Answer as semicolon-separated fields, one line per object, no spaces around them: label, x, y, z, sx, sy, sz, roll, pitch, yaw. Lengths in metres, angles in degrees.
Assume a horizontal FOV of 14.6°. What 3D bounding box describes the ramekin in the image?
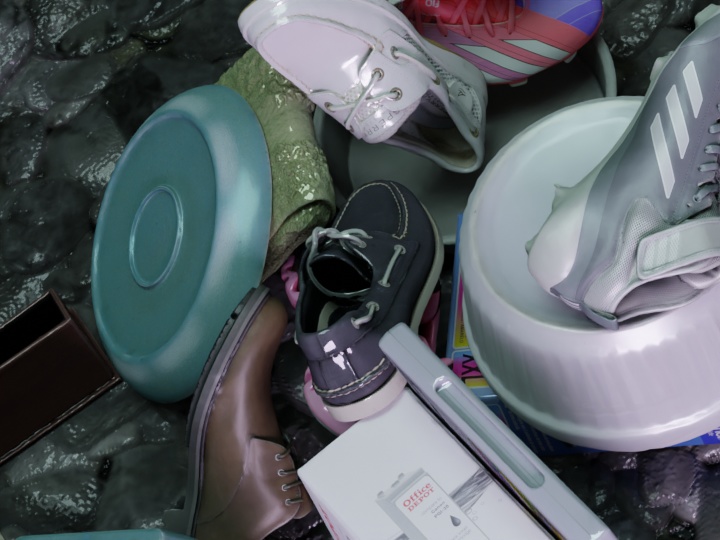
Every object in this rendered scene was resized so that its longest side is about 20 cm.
ramekin;0.146;-0.008;1.578;0.202;0.094;0.203;-9;55;13

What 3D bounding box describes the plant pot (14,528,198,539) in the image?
plant pot;-0.121;0.227;1.551;0.141;0.200;0.142;-5;57;18

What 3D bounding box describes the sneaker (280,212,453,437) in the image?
sneaker;0.012;0.022;1.680;0.095;0.079;0.200;-44;33;21

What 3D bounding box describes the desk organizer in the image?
desk organizer;-0.260;0.085;1.771;0.200;0.077;0.072;-35;53;-4

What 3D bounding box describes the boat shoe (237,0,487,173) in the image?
boat shoe;0.011;-0.111;1.684;0.071;0.200;0.069;-33;53;33

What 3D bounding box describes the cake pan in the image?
cake pan;0.068;-0.092;1.790;0.200;0.037;0.201;-9;56;14

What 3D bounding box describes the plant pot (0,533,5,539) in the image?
plant pot;-0.262;0.243;1.633;0.200;0.135;0.201;-10;55;15

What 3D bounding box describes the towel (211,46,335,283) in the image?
towel;-0.083;-0.046;1.754;0.200;0.036;0.149;-43;46;43

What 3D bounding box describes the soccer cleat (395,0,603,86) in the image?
soccer cleat;0.050;-0.154;1.766;0.200;0.077;0.067;-8;56;16

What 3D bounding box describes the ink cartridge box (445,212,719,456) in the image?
ink cartridge box;0.156;0.031;1.656;0.200;0.076;0.137;-4;57;16

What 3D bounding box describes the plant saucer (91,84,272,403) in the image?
plant saucer;-0.118;-0.019;1.741;0.200;0.027;0.201;-25;60;53

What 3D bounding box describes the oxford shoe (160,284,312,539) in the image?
oxford shoe;-0.062;0.106;1.652;0.084;0.073;0.200;14;106;8

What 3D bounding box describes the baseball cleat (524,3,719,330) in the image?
baseball cleat;0.178;-0.053;1.507;0.106;0.070;0.200;35;83;26

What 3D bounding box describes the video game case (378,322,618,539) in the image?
video game case;0.103;0.129;1.532;0.022;0.200;0.182;-42;54;-3

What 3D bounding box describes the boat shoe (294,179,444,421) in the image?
boat shoe;0.000;0.000;1.605;0.073;0.063;0.200;-21;32;21

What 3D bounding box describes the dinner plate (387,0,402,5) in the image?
dinner plate;0.015;-0.254;1.738;0.200;0.024;0.201;-10;76;43

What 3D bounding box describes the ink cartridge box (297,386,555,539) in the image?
ink cartridge box;0.067;0.180;1.545;0.083;0.147;0.200;-38;53;-9
